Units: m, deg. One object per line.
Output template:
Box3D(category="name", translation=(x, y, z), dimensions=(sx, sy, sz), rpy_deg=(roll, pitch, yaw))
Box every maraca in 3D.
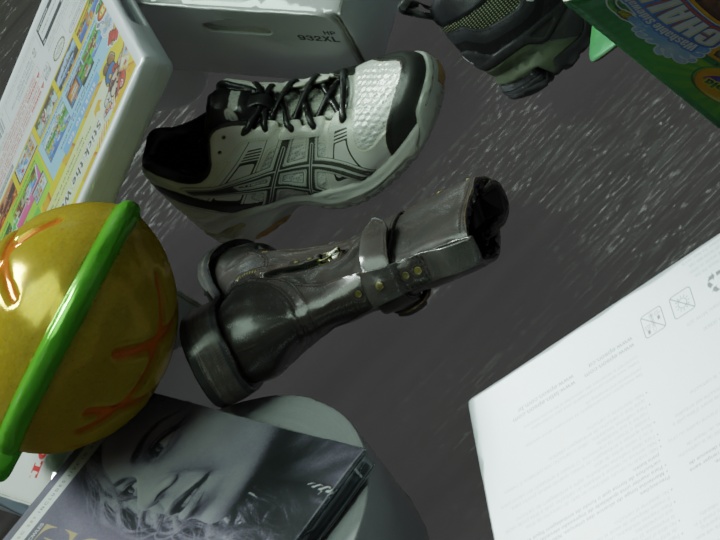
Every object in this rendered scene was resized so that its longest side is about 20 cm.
Box3D(category="maraca", translation=(-0.153, 0.038, 1.079), dimensions=(0.138, 0.106, 0.200), rpy_deg=(-61, 3, -29))

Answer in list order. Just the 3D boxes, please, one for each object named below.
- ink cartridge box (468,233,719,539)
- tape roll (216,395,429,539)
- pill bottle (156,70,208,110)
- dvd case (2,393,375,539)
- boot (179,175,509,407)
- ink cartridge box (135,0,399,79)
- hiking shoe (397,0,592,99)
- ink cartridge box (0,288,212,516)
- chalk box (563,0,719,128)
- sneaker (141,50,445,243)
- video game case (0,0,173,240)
Box3D(category="ink cartridge box", translation=(0.142, 0.093, 0.896), dimensions=(0.199, 0.040, 0.201), rpy_deg=(-35, 42, 28))
Box3D(category="tape roll", translation=(-0.065, 0.158, 1.026), dimensions=(0.199, 0.066, 0.201), rpy_deg=(-25, 33, 18))
Box3D(category="pill bottle", translation=(-0.129, -0.209, 1.373), dimensions=(0.111, 0.111, 0.201), rpy_deg=(-23, 49, 38))
Box3D(category="dvd case", translation=(-0.100, 0.129, 1.020), dimensions=(0.199, 0.016, 0.149), rpy_deg=(8, 54, 50))
Box3D(category="boot", translation=(0.000, 0.000, 1.105), dimensions=(0.173, 0.070, 0.200), rpy_deg=(-26, 14, 10))
Box3D(category="ink cartridge box", translation=(-0.042, -0.220, 1.261), dimensions=(0.144, 0.084, 0.201), rpy_deg=(6, 67, 22))
Box3D(category="hiking shoe", translation=(0.106, -0.191, 1.079), dimensions=(0.201, 0.100, 0.076), rpy_deg=(-56, 13, 3))
Box3D(category="ink cartridge box", translation=(-0.178, 0.075, 1.250), dimensions=(0.199, 0.083, 0.147), rpy_deg=(7, 70, 52))
Box3D(category="chalk box", translation=(0.176, -0.159, 0.966), dimensions=(0.199, 0.124, 0.126), rpy_deg=(-21, 49, 40))
Box3D(category="sneaker", translation=(-0.044, -0.077, 1.199), dimensions=(0.199, 0.087, 0.076), rpy_deg=(-27, 45, 34))
Box3D(category="video game case", translation=(-0.176, -0.074, 1.225), dimensions=(0.201, 0.023, 0.182), rpy_deg=(-63, 31, 21))
